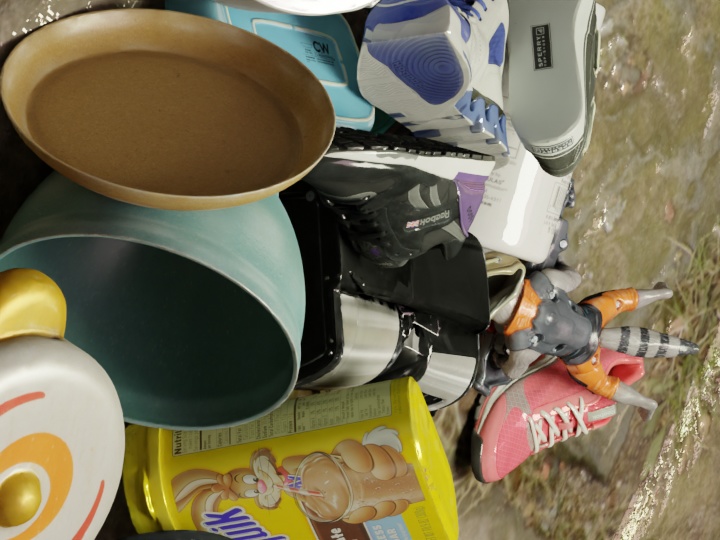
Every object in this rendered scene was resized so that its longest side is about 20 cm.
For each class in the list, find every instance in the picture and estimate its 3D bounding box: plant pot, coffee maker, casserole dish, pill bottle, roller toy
[{"bbox_3d":[-0.115,-0.092,1.462,0.200,0.200,0.027,-33,145,-43],"label":"plant pot"},{"bbox_3d":[0.000,0.000,1.729,0.200,0.135,0.192,12,95,-56],"label":"coffee maker"},{"bbox_3d":[-0.121,-0.012,1.518,0.200,0.200,0.134,65,32,-48],"label":"plant pot"},{"bbox_3d":[-0.052,-0.135,1.613,0.200,0.039,0.121,7,63,-57],"label":"casserole dish"},{"bbox_3d":[0.113,-0.115,1.855,0.114,0.114,0.200,16,91,-57],"label":"pill bottle"},{"bbox_3d":[-0.232,0.106,1.421,0.200,0.140,0.182,-47,141,-19],"label":"roller toy"}]

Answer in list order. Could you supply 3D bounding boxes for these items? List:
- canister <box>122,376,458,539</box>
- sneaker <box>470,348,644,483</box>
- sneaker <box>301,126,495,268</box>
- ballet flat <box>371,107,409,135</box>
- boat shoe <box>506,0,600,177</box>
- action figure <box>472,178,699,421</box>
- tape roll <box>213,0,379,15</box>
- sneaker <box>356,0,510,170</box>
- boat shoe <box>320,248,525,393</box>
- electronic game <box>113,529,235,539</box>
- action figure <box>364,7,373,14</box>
[{"bbox_3d":[-0.045,0.148,1.672,0.149,0.200,0.087,68,14,-48],"label":"canister"},{"bbox_3d":[0.168,0.112,2.082,0.200,0.087,0.074,-43,138,-35],"label":"sneaker"},{"bbox_3d":[0.016,-0.043,1.605,0.200,0.076,0.088,5,101,-52],"label":"sneaker"},{"bbox_3d":[0.065,-0.181,1.782,0.068,0.068,0.200,16,94,-33],"label":"ballet flat"},{"bbox_3d":[0.137,-0.164,1.768,0.064,0.071,0.200,59,33,-61],"label":"boat shoe"},{"bbox_3d":[0.179,0.020,2.018,0.193,0.105,0.200,15,90,-29],"label":"action figure"},{"bbox_3d":[-0.042,-0.257,1.521,0.202,0.071,0.203,-5,99,-31],"label":"tape roll"},{"bbox_3d":[0.053,-0.156,1.674,0.199,0.081,0.115,53,36,-62],"label":"sneaker"},{"bbox_3d":[0.048,0.037,1.882,0.200,0.068,0.075,-45,142,-31],"label":"boat shoe"},{"bbox_3d":[-0.151,0.244,1.645,0.200,0.042,0.200,-14,138,-14],"label":"electronic game"},{"bbox_3d":[0.025,-0.247,1.672,0.200,0.102,0.119,53,51,-51],"label":"action figure"}]
